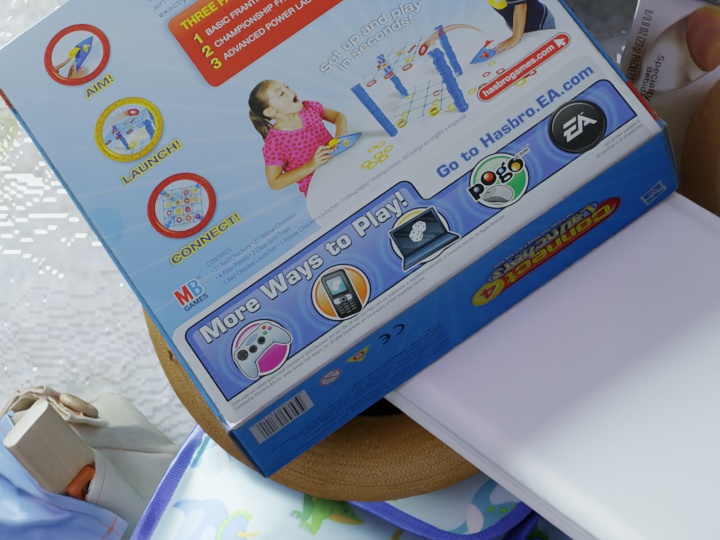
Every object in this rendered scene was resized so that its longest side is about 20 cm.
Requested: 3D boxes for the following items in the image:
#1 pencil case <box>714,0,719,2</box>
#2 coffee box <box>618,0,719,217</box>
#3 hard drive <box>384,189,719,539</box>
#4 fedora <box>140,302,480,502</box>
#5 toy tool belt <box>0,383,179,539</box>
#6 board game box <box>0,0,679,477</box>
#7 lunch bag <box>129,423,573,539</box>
[{"bbox_3d":[0.137,-0.145,1.194,0.200,0.089,0.078,24,121,33],"label":"pencil case"},{"bbox_3d":[0.202,-0.037,1.218,0.199,0.080,0.115,17,92,28],"label":"coffee box"},{"bbox_3d":[0.105,0.037,1.108,0.132,0.027,0.200,-42,42,-12],"label":"hard drive"},{"bbox_3d":[0.000,0.000,1.231,0.200,0.082,0.202,1,76,-4],"label":"fedora"},{"bbox_3d":[-0.166,0.147,1.358,0.125,0.123,0.200,36,100,26],"label":"toy tool belt"},{"bbox_3d":[-0.013,-0.057,1.157,0.200,0.056,0.196,-34,64,-3],"label":"board game box"},{"bbox_3d":[0.006,0.114,1.282,0.170,0.127,0.200,25,81,30],"label":"lunch bag"}]
